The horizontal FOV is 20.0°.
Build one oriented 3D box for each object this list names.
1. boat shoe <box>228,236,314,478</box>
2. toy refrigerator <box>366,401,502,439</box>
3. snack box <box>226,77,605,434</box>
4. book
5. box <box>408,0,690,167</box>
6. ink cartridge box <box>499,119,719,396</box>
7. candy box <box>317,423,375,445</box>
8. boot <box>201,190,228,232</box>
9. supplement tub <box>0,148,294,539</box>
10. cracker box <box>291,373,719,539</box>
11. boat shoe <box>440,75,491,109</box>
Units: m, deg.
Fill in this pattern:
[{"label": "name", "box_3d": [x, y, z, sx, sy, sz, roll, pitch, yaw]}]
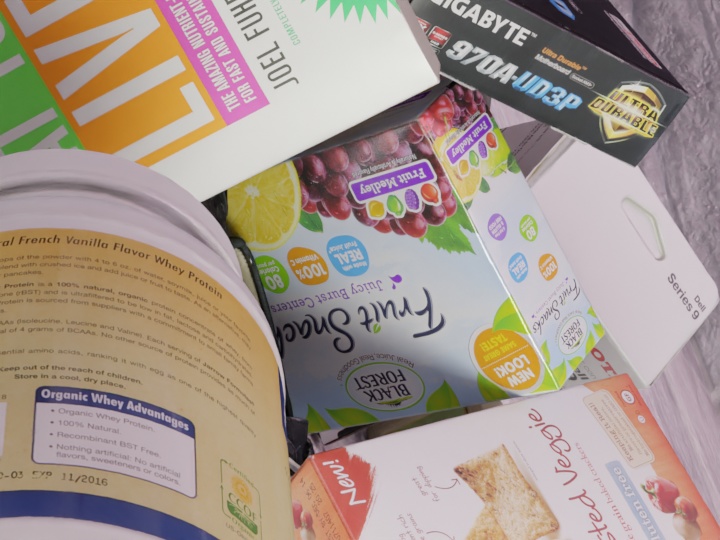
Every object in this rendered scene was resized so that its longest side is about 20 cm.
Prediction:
[{"label": "boat shoe", "box_3d": [-0.052, 0.078, 0.920, 0.202, 0.060, 0.076, 69, 14, 18]}, {"label": "toy refrigerator", "box_3d": [0.074, 0.173, 1.203, 0.070, 0.075, 0.202, 39, 30, -62]}, {"label": "snack box", "box_3d": [0.000, 0.000, 0.972, 0.053, 0.199, 0.143, -45, 111, -41]}, {"label": "book", "box_3d": [-0.087, -0.088, 0.781, 0.134, 0.199, 0.048, 60, 13, -17]}, {"label": "box", "box_3d": [0.046, -0.143, 0.949, 0.158, 0.046, 0.201, 22, 25, -35]}, {"label": "ink cartridge box", "box_3d": [0.094, -0.004, 1.220, 0.146, 0.084, 0.199, 52, -29, -16]}, {"label": "candy box", "box_3d": [-0.038, -0.022, 1.151, 0.201, 0.061, 0.137, 60, 14, -18]}, {"label": "boot", "box_3d": [-0.127, -0.083, 0.886, 0.211, 0.079, 0.159, 37, 43, -30]}, {"label": "supplement tub", "box_3d": [-0.091, 0.069, 0.601, 0.145, 0.143, 0.201, 55, 16, -34]}, {"label": "cracker box", "box_3d": [0.070, 0.130, 0.894, 0.199, 0.058, 0.135, -12, 62, -39]}, {"label": "boat shoe", "box_3d": [0.050, -0.019, 1.097, 0.072, 0.065, 0.203, -77, 163, -68]}]
